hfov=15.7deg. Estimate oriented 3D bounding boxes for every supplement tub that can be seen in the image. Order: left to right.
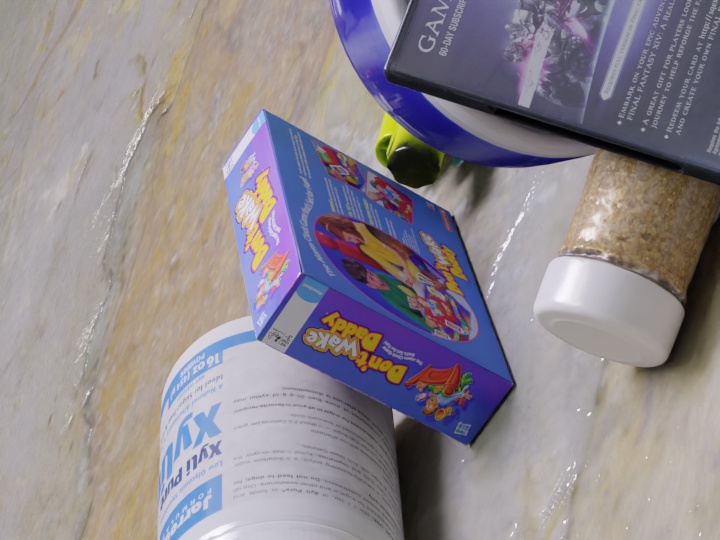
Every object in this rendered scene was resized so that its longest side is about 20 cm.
[{"bbox_3d":[-0.042,0.129,1.374,0.132,0.132,0.200,-51,23,27],"label":"supplement tub"}]

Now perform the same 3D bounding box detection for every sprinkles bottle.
[{"bbox_3d":[0.146,-0.057,1.243,0.068,0.068,0.201,-11,55,64],"label":"sprinkles bottle"}]

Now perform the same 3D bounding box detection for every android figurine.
[{"bbox_3d":[0.055,-0.144,1.537,0.201,0.041,0.182,-75,6,-45],"label":"android figurine"}]

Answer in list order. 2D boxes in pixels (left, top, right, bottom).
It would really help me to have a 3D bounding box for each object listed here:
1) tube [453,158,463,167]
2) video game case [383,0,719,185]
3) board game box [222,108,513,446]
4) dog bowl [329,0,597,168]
[{"bbox_3d":[0.105,-0.153,1.497,0.200,0.050,0.078,-59,5,23],"label":"tube"},{"bbox_3d":[0.128,-0.125,1.221,0.019,0.199,0.143,68,-139,-69],"label":"video game case"},{"bbox_3d":[0.000,0.000,1.424,0.045,0.134,0.200,-54,22,19],"label":"board game box"},{"bbox_3d":[0.086,-0.154,1.316,0.079,0.199,0.201,-13,53,66],"label":"dog bowl"}]
